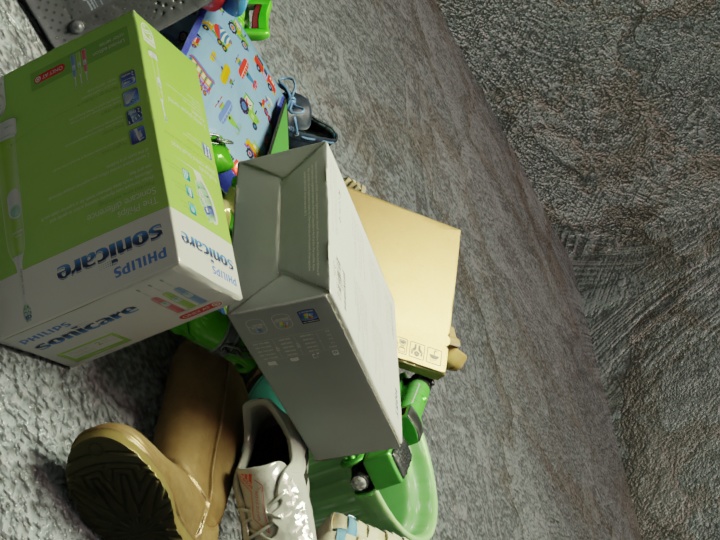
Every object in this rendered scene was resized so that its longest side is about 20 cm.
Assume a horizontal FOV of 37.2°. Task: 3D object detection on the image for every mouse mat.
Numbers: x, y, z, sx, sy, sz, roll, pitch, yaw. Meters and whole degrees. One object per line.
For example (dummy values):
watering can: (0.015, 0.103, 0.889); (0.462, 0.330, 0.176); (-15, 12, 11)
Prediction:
mouse mat: (-0.085, -0.057, 1.106); (0.161, 0.008, 0.200); (-82, 175, -54)

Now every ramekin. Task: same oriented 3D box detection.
ramekin: (-0.009, 0.183, 1.050); (0.200, 0.098, 0.200); (56, 21, -34)

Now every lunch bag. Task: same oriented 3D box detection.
lunch bag: (-0.144, -0.162, 1.036); (0.151, 0.094, 0.200); (57, 14, -33)

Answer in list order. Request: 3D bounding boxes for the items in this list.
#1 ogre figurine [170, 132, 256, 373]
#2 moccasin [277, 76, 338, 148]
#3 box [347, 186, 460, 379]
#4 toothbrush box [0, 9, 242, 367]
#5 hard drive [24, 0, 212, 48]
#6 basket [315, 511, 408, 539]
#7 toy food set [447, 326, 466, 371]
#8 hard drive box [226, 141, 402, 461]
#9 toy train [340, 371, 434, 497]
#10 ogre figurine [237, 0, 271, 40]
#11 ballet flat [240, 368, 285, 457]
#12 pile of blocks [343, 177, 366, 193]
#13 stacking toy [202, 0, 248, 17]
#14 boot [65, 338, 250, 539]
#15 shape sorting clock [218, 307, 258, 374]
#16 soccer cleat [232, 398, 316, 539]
ogre figurine: (-0.139, -0.019, 0.856); (0.120, 0.098, 0.200); (5, 86, -43)
moccasin: (-0.091, -0.196, 1.308); (0.200, 0.068, 0.081); (23, 47, -66)
box: (0.000, 0.000, 1.020); (0.200, 0.021, 0.164); (19, 60, -18)
toothbrush box: (-0.180, -0.055, 0.744); (0.086, 0.145, 0.200); (37, 34, -60)
hard drive: (-0.191, -0.271, 0.902); (0.135, 0.200, 0.042); (61, -3, -19)
basket: (0.023, 0.309, 0.889); (0.200, 0.139, 0.176); (33, 25, -6)
toy food set: (0.012, 0.056, 1.146); (0.200, 0.198, 0.049); (20, 88, -69)
hard drive box: (-0.030, 0.028, 0.833); (0.200, 0.077, 0.156); (66, 16, -45)
toy train: (0.029, 0.138, 0.957); (0.042, 0.056, 0.200); (64, 18, -12)
ogre figurine: (-0.150, -0.302, 1.172); (0.200, 0.098, 0.120); (127, -43, -59)
ballet flat: (-0.068, 0.103, 0.988); (0.070, 0.065, 0.200); (33, 54, -6)
pile of blocks: (-0.044, -0.072, 1.135); (0.062, 0.082, 0.200); (41, 16, -13)
stacking toy: (-0.200, -0.290, 0.962); (0.116, 0.200, 0.110); (54, -38, 46)
boot: (-0.142, 0.120, 0.795); (0.200, 0.066, 0.175); (-85, 161, -54)
shape sorting clock: (-0.133, 0.000, 0.995); (0.200, 0.039, 0.200); (-19, 90, -75)
soccer cleat: (-0.066, 0.189, 0.808); (0.085, 0.069, 0.200); (68, 13, -48)
